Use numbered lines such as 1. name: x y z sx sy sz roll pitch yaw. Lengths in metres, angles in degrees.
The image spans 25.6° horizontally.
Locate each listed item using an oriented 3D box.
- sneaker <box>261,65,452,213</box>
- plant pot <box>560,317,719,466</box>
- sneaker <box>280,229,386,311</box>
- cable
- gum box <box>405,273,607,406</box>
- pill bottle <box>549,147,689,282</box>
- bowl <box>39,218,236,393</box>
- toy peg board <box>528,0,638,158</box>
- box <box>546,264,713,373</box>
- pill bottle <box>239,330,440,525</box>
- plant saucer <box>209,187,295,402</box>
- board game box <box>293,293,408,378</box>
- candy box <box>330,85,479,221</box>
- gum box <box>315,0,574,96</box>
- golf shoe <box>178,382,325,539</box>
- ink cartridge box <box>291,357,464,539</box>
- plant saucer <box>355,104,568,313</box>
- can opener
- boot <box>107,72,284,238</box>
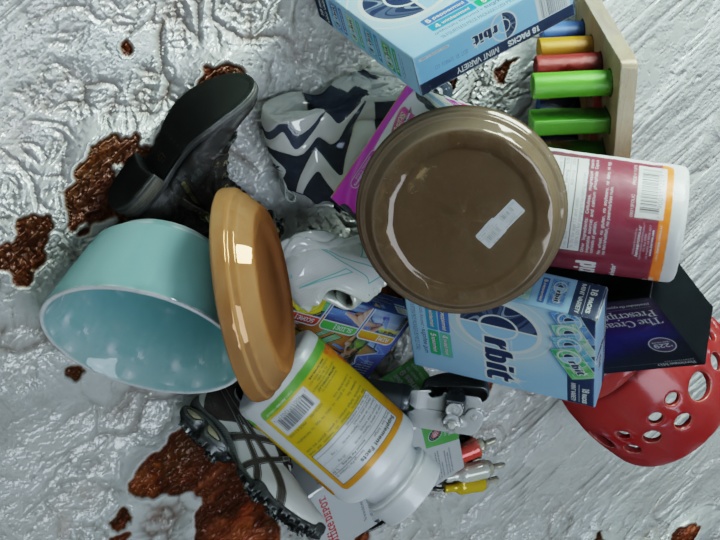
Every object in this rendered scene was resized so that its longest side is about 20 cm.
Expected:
1. sneaker: 0.000 -0.123 1.589 0.198 0.079 0.130 -19 128 -22
2. plant pot: 0.310 0.104 1.845 0.182 0.200 0.201 33 97 -33
3. sneaker: 0.000 0.000 1.624 0.199 0.081 0.070 -8 161 -35
4. cable: 0.078 0.248 1.876 0.199 0.050 0.098 -23 126 -21
5. gum box: 0.148 0.058 1.609 0.170 0.198 0.045 80 26 -55
6. pill bottle: 0.211 -0.057 1.533 0.198 0.114 0.115 8 119 7
7. bowl: -0.196 0.025 1.505 0.201 0.200 0.106 42 48 -41
8. toy peg board: 0.210 -0.163 1.642 0.097 0.200 0.201 -3 121 -5
9. box: 0.251 0.044 1.675 0.141 0.199 0.079 41 52 -42
10. pill bottle: -0.017 0.165 1.615 0.200 0.111 0.111 42 92 -9
11. plant saucer: -0.096 0.020 1.468 0.037 0.201 0.201 -10 127 9
12. board game box: -0.059 0.068 1.674 0.199 0.035 0.136 17 121 -38
13. candy box: 0.071 -0.102 1.567 0.137 0.061 0.200 -55 157 15
14. gum box: 0.073 -0.254 1.476 0.169 0.200 0.045 -29 129 -14
15. golf shoe: -0.096 0.191 1.653 0.094 0.200 0.078 -44 170 -15
16. ink cartridge box: 0.008 0.210 1.767 0.199 0.084 0.146 -31 145 -13
17. plant saucer: 0.094 -0.052 1.466 0.198 0.029 0.202 0 107 0
18. can opener: 0.038 0.138 1.692 0.198 0.067 0.053 6 124 0
19. boot: -0.133 -0.082 1.543 0.200 0.069 0.174 -43 132 11
